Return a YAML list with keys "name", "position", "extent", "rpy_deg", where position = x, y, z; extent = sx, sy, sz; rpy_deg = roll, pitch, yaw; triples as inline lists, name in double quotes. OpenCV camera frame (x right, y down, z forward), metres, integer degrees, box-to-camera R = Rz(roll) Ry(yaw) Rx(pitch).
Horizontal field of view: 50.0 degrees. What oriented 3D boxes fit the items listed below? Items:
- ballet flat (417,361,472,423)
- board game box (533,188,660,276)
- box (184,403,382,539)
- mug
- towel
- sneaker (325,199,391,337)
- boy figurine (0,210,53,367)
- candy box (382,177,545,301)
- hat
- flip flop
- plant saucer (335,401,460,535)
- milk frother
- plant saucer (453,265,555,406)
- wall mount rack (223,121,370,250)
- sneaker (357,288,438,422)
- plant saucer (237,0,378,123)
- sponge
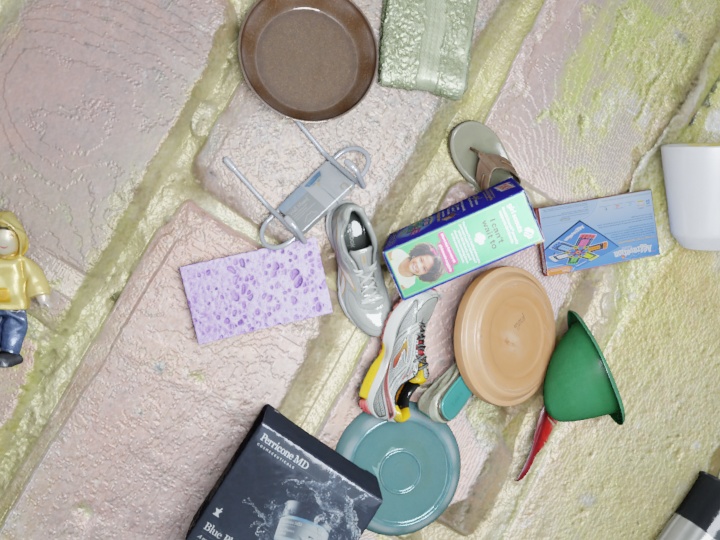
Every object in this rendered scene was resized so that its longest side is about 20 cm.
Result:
- name: "ballet flat"
  position: [0.156, 0.143, 1.130]
  extent: [0.199, 0.062, 0.068]
  rpy_deg: [-38, 112, -30]
- name: "board game box"
  position: [0.362, -0.059, 1.179]
  extent: [0.197, 0.019, 0.105]
  rpy_deg: [-10, 92, -15]
- name: "box"
  position: [-0.104, 0.327, 1.051]
  extent: [0.195, 0.117, 0.201]
  rpy_deg: [33, 89, -4]
- name: "mug"
  position: [0.546, -0.113, 1.160]
  extent: [0.183, 0.149, 0.156]
  rpy_deg: [-3, 100, -3]
- name: "towel"
  position: [0.099, -0.358, 1.126]
  extent: [0.146, 0.036, 0.203]
  rpy_deg: [8, 90, -9]
- name: "sneaker"
  position: [0.000, 0.000, 1.088]
  extent: [0.075, 0.092, 0.203]
  rpy_deg: [-19, 95, -9]
- name: "boy figurine"
  position: [-0.469, 0.024, 1.022]
  extent: [0.122, 0.064, 0.203]
  rpy_deg: [9, 93, -7]
- name: "candy box"
  position: [0.137, -0.046, 1.048]
  extent: [0.198, 0.169, 0.078]
  rpy_deg: [-25, 98, 11]
- name: "hat"
  position: [0.268, 0.184, 1.116]
  extent: [0.174, 0.166, 0.202]
  rpy_deg: [-23, 78, 4]
- name: "flip flop"
  position: [0.201, -0.132, 1.137]
  extent: [0.080, 0.058, 0.202]
  rpy_deg: [-29, 96, -8]
- name: "plant saucer"
  position: [0.057, 0.295, 1.138]
  extent: [0.197, 0.027, 0.204]
  rpy_deg: [0, 92, -10]
- name: "milk frother"
  position: [0.550, 0.439, 1.142]
  extent: [0.180, 0.200, 0.189]
  rpy_deg: [38, 85, -12]
- name: "plant saucer"
  position: [0.217, 0.095, 1.117]
  extent: [0.198, 0.032, 0.204]
  rpy_deg: [0, 89, -37]
- name: "wall mount rack"
  position: [-0.090, -0.134, 1.080]
  extent: [0.200, 0.075, 0.174]
  rpy_deg: [-43, 57, -7]
- name: "sneaker"
  position: [0.072, 0.121, 1.099]
  extent: [0.081, 0.077, 0.203]
  rpy_deg: [22, 94, 34]
- name: "plant saucer"
  position: [-0.074, -0.302, 1.088]
  extent: [0.197, 0.037, 0.204]
  rpy_deg: [1, 84, -11]
- name: "sponge"
  position: [-0.147, 0.028, 1.094]
  extent: [0.197, 0.030, 0.113]
  rpy_deg: [-13, 93, -10]
